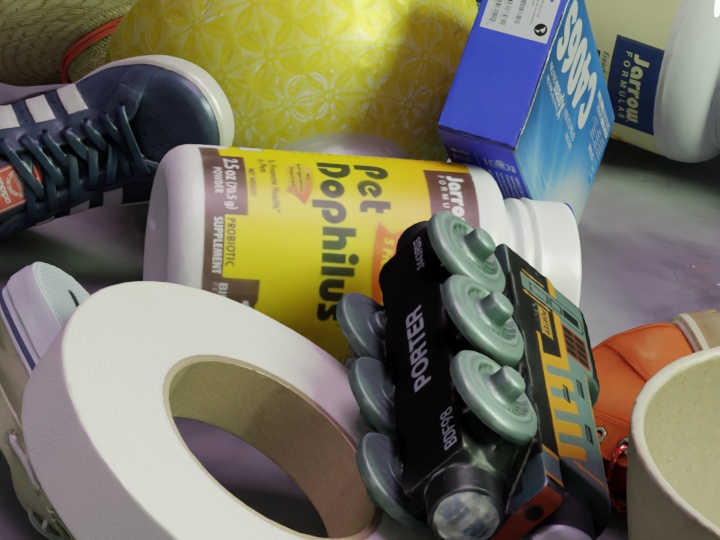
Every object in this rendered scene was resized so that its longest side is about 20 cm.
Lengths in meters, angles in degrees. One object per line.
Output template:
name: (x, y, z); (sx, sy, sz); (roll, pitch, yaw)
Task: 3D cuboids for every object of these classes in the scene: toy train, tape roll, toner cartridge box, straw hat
toy train: (0.055, 0.057, 1.209); (0.114, 0.085, 0.201); (37, 24, -25)
tape roll: (-0.044, 0.085, 1.163); (0.202, 0.037, 0.203); (29, 26, -16)
toner cartridge box: (0.086, -0.075, 1.431); (0.043, 0.096, 0.200); (18, -13, 15)
straw hat: (-0.115, -0.108, 1.543); (0.200, 0.201, 0.086); (-10, 73, -34)

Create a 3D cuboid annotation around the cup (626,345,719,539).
cup: (0.191, 0.137, 1.105); (0.199, 0.144, 0.201); (7, 26, -3)

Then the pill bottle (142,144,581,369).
pill bottle: (0.000, 0.000, 1.353); (0.198, 0.110, 0.109); (3, 27, -12)

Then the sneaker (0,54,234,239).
sneaker: (-0.155, -0.051, 1.395); (0.199, 0.075, 0.084); (-13, 16, 34)

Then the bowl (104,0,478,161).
bowl: (-0.025, -0.072, 1.443); (0.199, 0.201, 0.108); (-1, 57, -20)

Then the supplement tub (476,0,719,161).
supplement tub: (0.163, -0.148, 1.649); (0.199, 0.146, 0.145); (21, 28, 21)

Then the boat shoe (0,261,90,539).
boat shoe: (-0.115, 0.084, 1.202); (0.072, 0.062, 0.201); (29, 24, -45)

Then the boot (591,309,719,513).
boot: (0.135, 0.092, 1.275); (0.106, 0.076, 0.200); (-8, 28, -7)
